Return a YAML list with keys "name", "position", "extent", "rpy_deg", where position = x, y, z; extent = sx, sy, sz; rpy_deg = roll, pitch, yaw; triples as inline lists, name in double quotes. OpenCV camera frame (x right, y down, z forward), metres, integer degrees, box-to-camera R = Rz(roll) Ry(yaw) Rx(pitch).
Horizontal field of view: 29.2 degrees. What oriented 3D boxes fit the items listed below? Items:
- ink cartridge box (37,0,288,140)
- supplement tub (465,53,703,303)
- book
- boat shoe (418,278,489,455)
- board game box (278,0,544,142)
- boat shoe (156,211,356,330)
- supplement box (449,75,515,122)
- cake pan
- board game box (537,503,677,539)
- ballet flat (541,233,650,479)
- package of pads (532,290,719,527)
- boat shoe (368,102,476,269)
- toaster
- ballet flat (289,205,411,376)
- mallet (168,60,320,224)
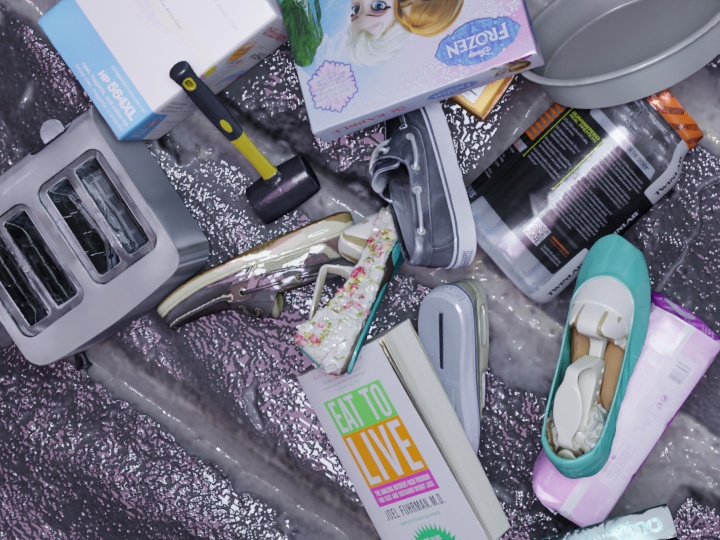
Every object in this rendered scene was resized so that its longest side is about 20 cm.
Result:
- name: "ink cartridge box"
  position: [-0.151, -0.223, 1.205]
  extent: [0.199, 0.129, 0.126]
  rpy_deg: [-35, 91, 10]
- name: "supplement tub"
  position: [0.187, -0.080, 1.179]
  extent: [0.200, 0.123, 0.123]
  rpy_deg: [-43, 89, 10]
- name: "book"
  position: [0.035, 0.160, 1.236]
  extent: [0.133, 0.048, 0.202]
  rpy_deg: [-28, 91, 46]
- name: "boat shoe"
  position: [0.088, 0.105, 1.237]
  extent: [0.071, 0.062, 0.203]
  rpy_deg: [20, 118, 35]
- name: "board game box"
  position: [0.030, -0.234, 1.141]
  extent: [0.197, 0.041, 0.202]
  rpy_deg: [-18, 80, 15]
- name: "boat shoe"
  position: [-0.089, 0.013, 1.248]
  extent: [0.198, 0.073, 0.066]
  rpy_deg: [-26, 87, 9]
- name: "supplement box"
  position: [0.048, -0.215, 1.213]
  extent: [0.199, 0.067, 0.069]
  rpy_deg: [40, 97, 2]
- name: "cake pan"
  position: [0.224, -0.198, 1.138]
  extent: [0.198, 0.201, 0.037]
  rpy_deg: [-25, 119, 9]
- name: "board game box"
  position: [0.201, 0.236, 1.171]
  extent: [0.133, 0.200, 0.029]
  rpy_deg: [-18, 72, 9]
- name: "ballet flat"
  position: [0.189, 0.068, 1.109]
  extent: [0.066, 0.070, 0.203]
  rpy_deg: [11, 88, 24]
- name: "package of pads"
  position: [0.226, 0.119, 1.194]
  extent: [0.075, 0.120, 0.201]
  rpy_deg: [33, 99, 3]
- name: "boat shoe"
  position: [0.039, -0.087, 1.180]
  extent: [0.067, 0.072, 0.202]
  rpy_deg: [-3, 58, -20]
- name: "toaster"
  position: [-0.250, -0.024, 1.243]
  extent: [0.180, 0.119, 0.201]
  rpy_deg: [-34, 91, 10]
- name: "ballet flat"
  position: [0.000, 0.000, 1.194]
  extent: [0.063, 0.076, 0.201]
  rpy_deg: [24, 55, 7]
- name: "mallet"
  position: [-0.112, -0.108, 1.198]
  extent: [0.066, 0.200, 0.041]
  rpy_deg: [-37, 47, 13]
